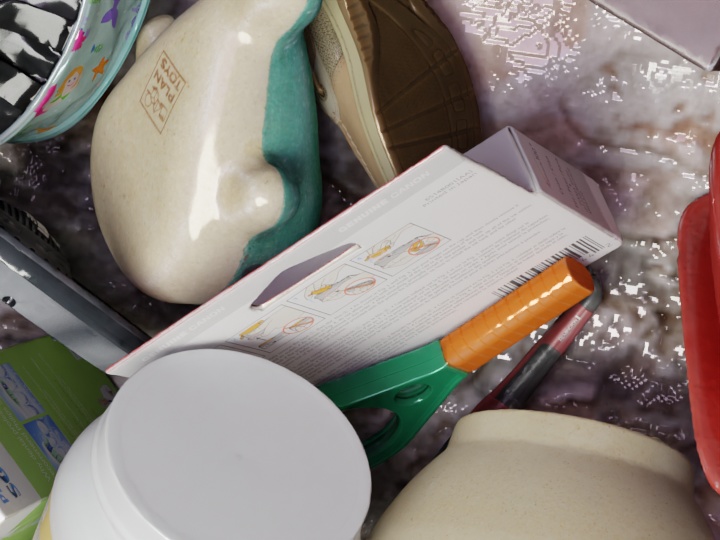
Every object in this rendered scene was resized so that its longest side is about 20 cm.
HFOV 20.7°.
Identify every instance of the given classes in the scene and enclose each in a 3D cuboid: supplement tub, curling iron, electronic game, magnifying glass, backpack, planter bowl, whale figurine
[{"bbox_3d":[-0.085,0.147,0.923,0.145,0.145,0.200,34,132,8],"label":"supplement tub"},{"bbox_3d":[0.061,0.071,1.017,0.050,0.026,0.200,40,110,29],"label":"curling iron"},{"bbox_3d":[-0.177,-0.012,0.978,0.200,0.200,0.042,36,85,8],"label":"electronic game"},{"bbox_3d":[0.031,0.053,0.985,0.200,0.080,0.022,-33,56,25],"label":"magnifying glass"},{"bbox_3d":[-0.204,-0.156,0.990,0.200,0.151,0.178,37,108,16],"label":"backpack"},{"bbox_3d":[0.091,0.147,0.945,0.200,0.200,0.135,8,71,13],"label":"planter bowl"},{"bbox_3d":[-0.057,-0.076,0.971,0.159,0.104,0.200,54,130,42],"label":"whale figurine"}]

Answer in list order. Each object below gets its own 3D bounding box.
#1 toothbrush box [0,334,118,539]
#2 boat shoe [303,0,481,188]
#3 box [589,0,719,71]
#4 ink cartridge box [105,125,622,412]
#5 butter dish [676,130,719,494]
[{"bbox_3d":[-0.212,0.115,0.997,0.146,0.200,0.086,-39,86,15],"label":"toothbrush box"},{"bbox_3d":[0.001,-0.111,0.996,0.064,0.071,0.200,-19,91,50],"label":"boat shoe"},{"bbox_3d":[0.112,-0.188,0.950,0.200,0.075,0.100,33,102,10],"label":"box"},{"bbox_3d":[0.000,0.000,0.934,0.200,0.176,0.045,-32,61,22],"label":"ink cartridge box"},{"bbox_3d":[0.228,-0.023,0.862,0.200,0.200,0.148,-13,132,16],"label":"butter dish"}]
